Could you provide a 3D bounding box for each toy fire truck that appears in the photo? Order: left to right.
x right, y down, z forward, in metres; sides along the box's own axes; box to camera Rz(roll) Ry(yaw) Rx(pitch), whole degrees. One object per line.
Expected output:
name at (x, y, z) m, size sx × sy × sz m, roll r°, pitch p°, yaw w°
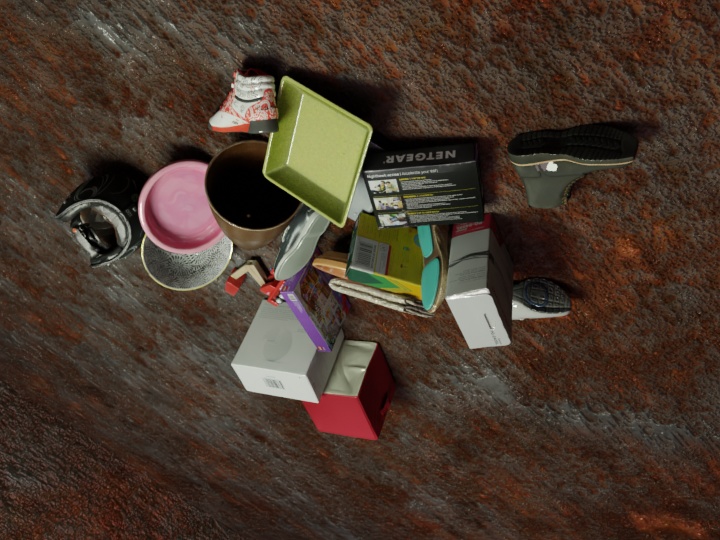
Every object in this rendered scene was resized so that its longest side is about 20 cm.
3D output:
toy fire truck at (-0.228, 0.016, 1.592) m, size 0.140 × 0.049 × 0.200 m, roll 31°, pitch 141°, yaw -8°

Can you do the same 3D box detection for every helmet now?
helmet at (-0.550, -0.116, 1.491) m, size 0.198 × 0.191 × 0.202 m, roll 0°, pitch 114°, yaw -1°

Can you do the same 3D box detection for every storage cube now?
storage cube at (-0.031, 0.295, 1.717) m, size 0.198 × 0.172 × 0.181 m, roll 2°, pitch 135°, yaw 26°

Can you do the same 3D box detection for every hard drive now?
hard drive at (-0.012, -0.183, 1.268) m, size 0.139 × 0.033 × 0.200 m, roll 29°, pitch 141°, yaw -7°

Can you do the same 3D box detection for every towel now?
towel at (0.045, 0.052, 1.383) m, size 0.199 × 0.035 × 0.132 m, roll 16°, pitch 179°, yaw 34°

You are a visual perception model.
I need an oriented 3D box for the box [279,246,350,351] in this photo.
box at (-0.095, 0.064, 1.510) m, size 0.039 × 0.138 × 0.201 m, roll -2°, pitch 135°, yaw 30°

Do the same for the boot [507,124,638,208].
boot at (0.349, -0.156, 1.097) m, size 0.199 × 0.078 × 0.139 m, roll 10°, pitch 146°, yaw 37°

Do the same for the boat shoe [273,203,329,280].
boat shoe at (-0.127, -0.065, 1.387) m, size 0.200 × 0.075 × 0.060 m, roll -52°, pitch 60°, yaw 27°

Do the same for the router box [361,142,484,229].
router box at (0.114, -0.145, 1.200) m, size 0.198 × 0.051 × 0.150 m, roll -3°, pitch 141°, yaw 14°

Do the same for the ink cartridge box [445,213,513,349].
ink cartridge box at (0.221, 0.020, 1.244) m, size 0.083 × 0.201 × 0.146 m, roll -11°, pitch 130°, yaw 24°

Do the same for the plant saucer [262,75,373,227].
plant saucer at (-0.069, -0.211, 1.189) m, size 0.199 × 0.048 × 0.201 m, roll 34°, pitch 128°, yaw 20°

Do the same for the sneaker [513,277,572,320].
sneaker at (0.326, 0.064, 1.367) m, size 0.198 × 0.075 × 0.087 m, roll 6°, pitch 151°, yaw 30°

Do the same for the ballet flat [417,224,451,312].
ballet flat at (0.148, -0.014, 1.262) m, size 0.065 × 0.202 × 0.070 m, roll 13°, pitch 153°, yaw -26°

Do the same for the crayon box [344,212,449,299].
crayon box at (0.077, -0.022, 1.310) m, size 0.198 × 0.128 × 0.051 m, roll 16°, pitch 149°, yaw -9°

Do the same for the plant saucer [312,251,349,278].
plant saucer at (0.000, 0.000, 1.406) m, size 0.198 × 0.038 × 0.200 m, roll 16°, pitch 174°, yaw 2°

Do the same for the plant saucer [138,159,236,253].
plant saucer at (-0.359, -0.136, 1.409) m, size 0.201 × 0.200 × 0.051 m, roll 58°, pitch 173°, yaw -36°

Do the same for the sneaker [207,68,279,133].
sneaker at (-0.211, -0.302, 1.214) m, size 0.200 × 0.067 × 0.109 m, roll 15°, pitch 112°, yaw 50°

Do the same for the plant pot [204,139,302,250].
plant pot at (-0.212, -0.123, 1.345) m, size 0.185 × 0.188 × 0.200 m, roll 24°, pitch 156°, yaw -2°

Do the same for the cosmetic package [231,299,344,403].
cosmetic package at (-0.170, 0.191, 1.642) m, size 0.197 × 0.201 × 0.124 m, roll 6°, pitch 141°, yaw 21°

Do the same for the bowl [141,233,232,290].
bowl at (-0.394, -0.066, 1.516) m, size 0.094 × 0.200 × 0.202 m, roll 42°, pitch 167°, yaw 52°
